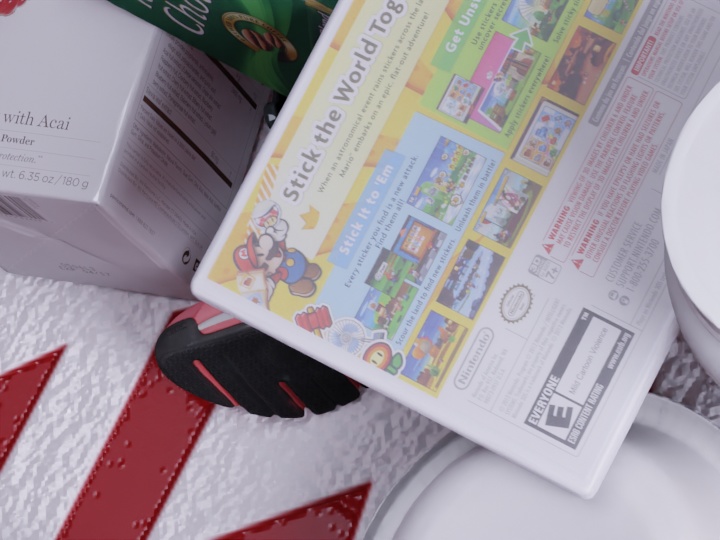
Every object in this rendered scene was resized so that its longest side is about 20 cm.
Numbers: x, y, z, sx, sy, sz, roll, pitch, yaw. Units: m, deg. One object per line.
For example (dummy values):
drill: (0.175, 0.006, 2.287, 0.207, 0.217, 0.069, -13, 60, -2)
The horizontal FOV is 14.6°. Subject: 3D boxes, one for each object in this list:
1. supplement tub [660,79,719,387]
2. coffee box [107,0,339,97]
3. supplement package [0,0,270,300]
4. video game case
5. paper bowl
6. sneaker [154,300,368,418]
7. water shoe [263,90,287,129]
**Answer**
supplement tub: (0.194, 0.005, 1.041, 0.144, 0.200, 0.145, -8, 68, 19)
coffee box: (-0.046, -0.124, 1.204, 0.199, 0.123, 0.044, 29, 73, -2)
supplement package: (-0.119, -0.105, 1.333, 0.121, 0.120, 0.201, 7, 70, 27)
video game case: (0.056, -0.039, 1.113, 0.181, 0.023, 0.201, 27, 85, 10)
paper bowl: (0.086, 0.143, 1.138, 0.200, 0.104, 0.202, -9, 65, 21)
sneaker: (0.000, 0.000, 1.273, 0.199, 0.074, 0.087, -21, 47, 10)
water shoe: (-0.003, -0.137, 1.318, 0.071, 0.079, 0.201, -6, 65, 22)
